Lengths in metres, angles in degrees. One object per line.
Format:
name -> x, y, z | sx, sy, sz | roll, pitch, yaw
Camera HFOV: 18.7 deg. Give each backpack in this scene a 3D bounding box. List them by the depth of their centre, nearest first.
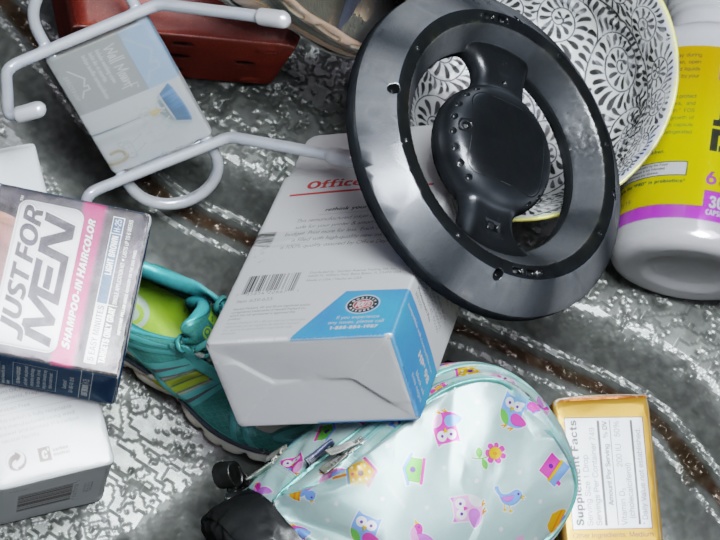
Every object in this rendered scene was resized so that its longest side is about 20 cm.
backpack -> 0.029, 0.142, 1.269 | 0.200, 0.127, 0.167 | -38, 104, -14

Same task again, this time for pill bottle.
pill bottle -> 0.224, -0.089, 1.414 | 0.104, 0.104, 0.200 | 12, 70, -7

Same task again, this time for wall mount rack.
wall mount rack -> -0.106, -0.094, 1.275 | 0.174, 0.200, 0.075 | -21, 46, 7

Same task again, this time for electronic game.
electronic game -> 0.074, -0.067, 1.260 | 0.200, 0.042, 0.200 | 15, 64, -33

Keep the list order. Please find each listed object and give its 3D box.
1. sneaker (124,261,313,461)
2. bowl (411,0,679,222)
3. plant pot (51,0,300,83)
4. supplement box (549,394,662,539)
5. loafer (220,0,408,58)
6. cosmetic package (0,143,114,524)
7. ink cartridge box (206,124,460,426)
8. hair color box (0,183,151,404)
sneaker -> -0.090, 0.052, 1.321 | 0.200, 0.080, 0.078 | 29, 69, -1
bowl -> 0.102, -0.113, 1.394 | 0.201, 0.094, 0.201 | -2, 73, 6
plant pot -> -0.107, -0.217, 1.355 | 0.200, 0.200, 0.176 | 4, 84, -9
supplement box -> 0.148, 0.179, 1.331 | 0.069, 0.067, 0.200 | 2, 71, -7
loafer -> -0.003, -0.157, 1.272 | 0.200, 0.063, 0.072 | 7, 104, -48
cosmetic package -> -0.205, 0.039, 1.292 | 0.071, 0.101, 0.200 | -13, 75, -14
ink cartridge box -> 0.000, 0.000, 1.283 | 0.116, 0.067, 0.200 | -4, 37, 23
hair color box -> -0.224, 0.003, 1.214 | 0.200, 0.061, 0.100 | 11, 70, -5
